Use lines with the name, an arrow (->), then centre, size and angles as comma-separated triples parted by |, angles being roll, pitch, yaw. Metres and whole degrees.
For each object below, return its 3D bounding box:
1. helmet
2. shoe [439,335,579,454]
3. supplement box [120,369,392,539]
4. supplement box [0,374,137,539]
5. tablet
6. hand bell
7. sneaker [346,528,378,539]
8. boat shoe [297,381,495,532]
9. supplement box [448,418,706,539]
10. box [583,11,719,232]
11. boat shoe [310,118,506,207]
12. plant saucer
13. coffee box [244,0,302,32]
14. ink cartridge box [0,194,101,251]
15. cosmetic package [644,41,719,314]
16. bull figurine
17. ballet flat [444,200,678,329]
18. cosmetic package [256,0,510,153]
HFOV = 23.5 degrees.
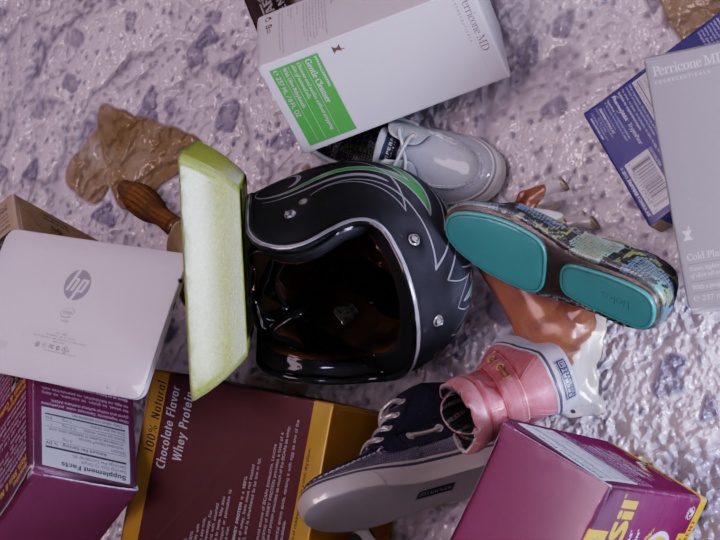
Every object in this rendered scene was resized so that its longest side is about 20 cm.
helmet -> 0.000, 0.000, 1.472 | 0.189, 0.200, 0.202 | -4, 76, -1
shoe -> 0.102, 0.099, 1.382 | 0.090, 0.200, 0.072 | -19, 90, -11
supplement box -> -0.087, 0.204, 1.522 | 0.199, 0.132, 0.199 | 7, 85, 33
supplement box -> -0.273, 0.137, 1.549 | 0.131, 0.102, 0.201 | -49, 36, 40
tablet -> -0.245, 0.034, 1.474 | 0.198, 0.014, 0.131 | 8, 72, 29
hand bell -> -0.181, -0.044, 1.675 | 0.200, 0.104, 0.105 | 37, 101, 45
sneaker -> 0.067, 0.268, 1.424 | 0.198, 0.074, 0.080 | 20, 52, 5
boat shoe -> 0.026, 0.152, 1.441 | 0.093, 0.198, 0.075 | 63, 145, 31
supplement box -> 0.165, 0.201, 1.322 | 0.103, 0.199, 0.132 | 30, 98, 33
box -> 0.292, -0.138, 1.408 | 0.200, 0.032, 0.122 | -37, 64, 22
boat shoe -> 0.032, -0.101, 1.543 | 0.200, 0.071, 0.071 | 13, 88, 34
plant saucer -> -0.120, -0.006, 1.472 | 0.047, 0.200, 0.202 | -2, 97, -1
coffee box -> -0.002, -0.265, 1.592 | 0.199, 0.080, 0.114 | -34, 65, 23
ink cartridge box -> -0.311, 0.035, 1.653 | 0.164, 0.199, 0.076 | -37, 48, 21
cosmetic package -> 0.293, -0.078, 1.334 | 0.106, 0.090, 0.202 | -12, 93, 26
bull figurine -> 0.164, 0.023, 1.439 | 0.121, 0.065, 0.201 | -36, 69, 14
ballet flat -> 0.164, -0.012, 1.383 | 0.199, 0.074, 0.075 | 27, 95, 21
cosmetic package -> 0.019, -0.196, 1.511 | 0.198, 0.108, 0.085 | -20, 39, 14
